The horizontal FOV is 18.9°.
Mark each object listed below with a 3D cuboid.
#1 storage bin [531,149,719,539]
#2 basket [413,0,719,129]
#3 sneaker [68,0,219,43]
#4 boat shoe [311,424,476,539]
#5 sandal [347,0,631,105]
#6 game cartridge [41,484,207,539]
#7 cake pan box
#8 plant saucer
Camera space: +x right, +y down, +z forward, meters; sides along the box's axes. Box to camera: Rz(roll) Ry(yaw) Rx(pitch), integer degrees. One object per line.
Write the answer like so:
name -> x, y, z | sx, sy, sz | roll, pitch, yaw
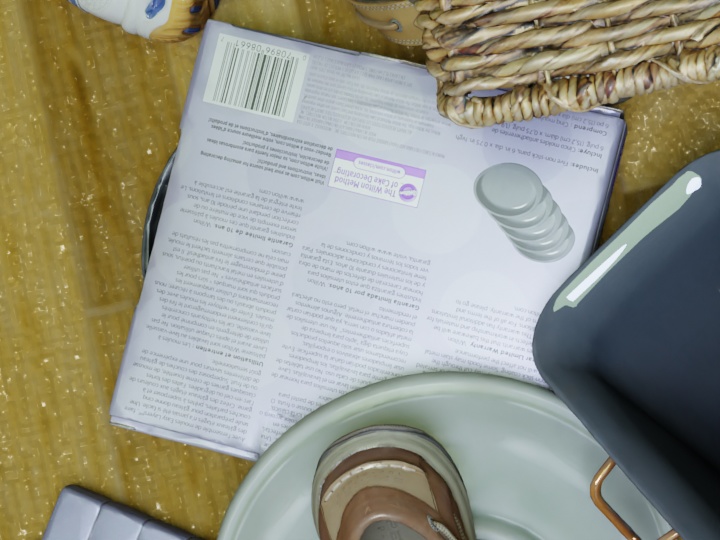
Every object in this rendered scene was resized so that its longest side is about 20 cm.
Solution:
storage bin -> 0.175, 0.074, 0.842 | 0.146, 0.134, 0.200 | -44, 39, 4
basket -> 0.119, -0.147, 0.845 | 0.200, 0.143, 0.149 | -12, 96, 17
sneaker -> -0.086, -0.205, 0.955 | 0.088, 0.075, 0.200 | 19, 90, 9
boat shoe -> 0.032, 0.158, 0.838 | 0.076, 0.072, 0.200 | -23, 109, 7
sandal -> 0.032, -0.123, 0.943 | 0.200, 0.080, 0.054 | 32, 128, 0
game cartridge -> -0.113, 0.210, 0.962 | 0.129, 0.038, 0.200 | 21, 91, 4
cake pan box -> 0.000, 0.000, 0.947 | 0.200, 0.052, 0.185 | 12, 88, 8
plant saucer -> 0.037, 0.142, 0.897 | 0.200, 0.050, 0.200 | -1, 110, -1
